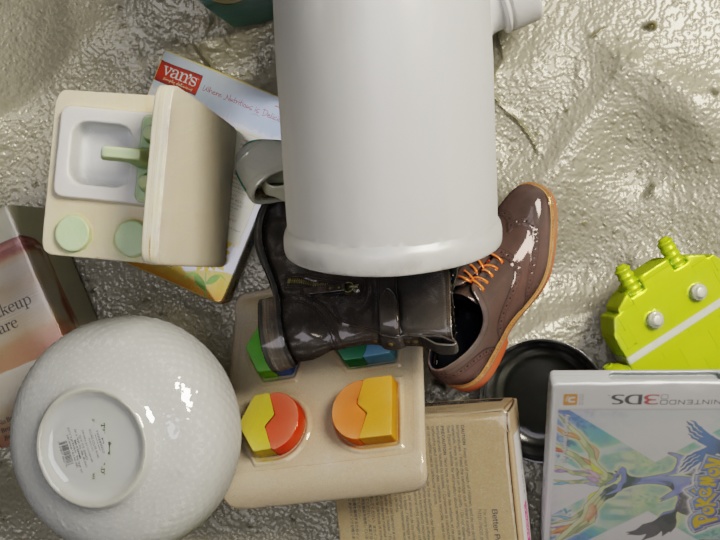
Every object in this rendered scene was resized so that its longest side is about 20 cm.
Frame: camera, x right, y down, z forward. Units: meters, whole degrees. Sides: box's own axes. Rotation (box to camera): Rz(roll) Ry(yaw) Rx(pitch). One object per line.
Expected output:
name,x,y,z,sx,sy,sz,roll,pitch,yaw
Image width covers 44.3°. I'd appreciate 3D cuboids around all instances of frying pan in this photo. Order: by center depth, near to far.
frying pan,0.149,0.150,0.808,0.115,0.031,0.191,30,104,10

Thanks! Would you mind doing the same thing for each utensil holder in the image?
utensil holder,0.020,-0.115,0.658,0.169,0.170,0.201,-1,107,6

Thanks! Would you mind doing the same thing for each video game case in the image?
video game case,0.249,0.168,0.754,0.181,0.022,0.201,-1,122,6

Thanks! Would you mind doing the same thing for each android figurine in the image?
android figurine,0.292,0.069,0.773,0.182,0.041,0.201,-30,96,-5

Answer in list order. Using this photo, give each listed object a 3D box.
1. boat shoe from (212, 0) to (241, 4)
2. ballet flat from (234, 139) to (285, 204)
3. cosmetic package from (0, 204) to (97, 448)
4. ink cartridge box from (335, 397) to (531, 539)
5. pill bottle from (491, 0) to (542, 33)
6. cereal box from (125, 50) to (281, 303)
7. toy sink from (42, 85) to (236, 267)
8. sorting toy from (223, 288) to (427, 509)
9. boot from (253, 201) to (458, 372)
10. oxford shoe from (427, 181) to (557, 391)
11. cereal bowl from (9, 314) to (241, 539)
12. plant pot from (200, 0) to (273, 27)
boat shoe,-0.060,-0.286,0.679,0.200,0.065,0.072,-37,85,15
ballet flat,-0.012,-0.084,0.789,0.199,0.069,0.070,-4,90,-9
cosmetic package,-0.313,0.050,0.828,0.103,0.087,0.201,-25,88,6
ink cartridge box,0.065,0.220,0.783,0.164,0.075,0.201,-5,90,17
pill bottle,0.050,-0.222,0.774,0.199,0.120,0.120,-22,88,5
cereal box,-0.153,-0.087,0.835,0.143,0.040,0.201,24,92,4
toy sink,-0.182,-0.071,0.717,0.111,0.200,0.131,5,91,5
sorting toy,-0.036,0.098,0.772,0.184,0.036,0.201,-10,61,17
boot,0.000,0.000,0.769,0.173,0.069,0.201,-13,55,9
oxford shoe,0.117,0.010,0.779,0.071,0.072,0.201,19,85,30
cereal bowl,-0.202,0.139,0.727,0.199,0.083,0.201,0,90,8
plant pot,-0.063,-0.313,0.778,0.199,0.141,0.142,-28,87,10
